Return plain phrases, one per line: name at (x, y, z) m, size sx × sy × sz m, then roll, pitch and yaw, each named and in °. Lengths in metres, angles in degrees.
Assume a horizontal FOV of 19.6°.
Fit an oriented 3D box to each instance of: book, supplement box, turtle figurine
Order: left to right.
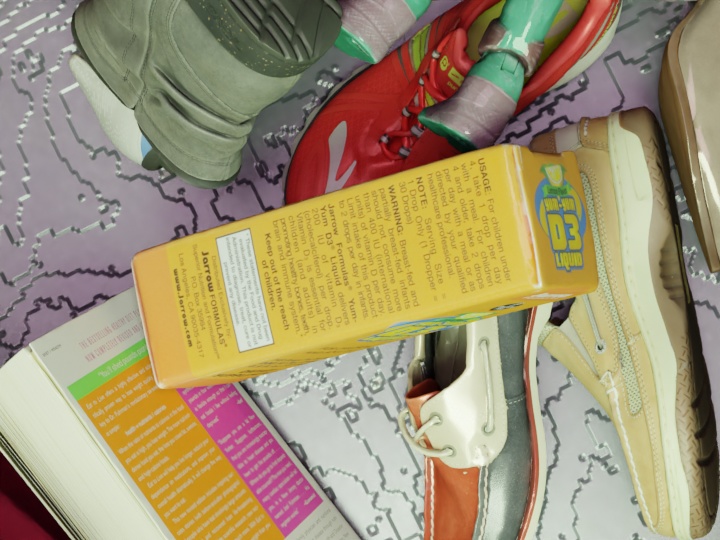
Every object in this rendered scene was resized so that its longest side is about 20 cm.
book at (-0.069, 0.104, 0.945) m, size 0.048 × 0.134 × 0.200 m, roll -39°, pitch 88°, yaw 29°
supplement box at (0.000, 0.000, 0.912) m, size 0.199 × 0.066 × 0.069 m, roll -18°, pitch 81°, yaw 30°
turtle figurine at (0.078, -0.153, 0.888) m, size 0.150 × 0.101 × 0.200 m, roll 40°, pitch 84°, yaw 4°

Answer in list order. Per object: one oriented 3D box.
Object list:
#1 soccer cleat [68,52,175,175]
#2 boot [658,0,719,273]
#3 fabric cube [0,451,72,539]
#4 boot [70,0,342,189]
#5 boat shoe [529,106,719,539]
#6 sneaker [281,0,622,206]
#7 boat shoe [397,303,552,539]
soccer cleat at (-0.053, -0.132, 0.960) m, size 0.200 × 0.070 × 0.086 m, roll -42°, pitch 90°, yaw 14°
boot at (0.206, -0.112, 0.966) m, size 0.145 × 0.070 × 0.201 m, roll -13°, pitch 90°, yaw 0°
fabric cube at (-0.244, 0.145, 0.918) m, size 0.199 × 0.196 × 0.200 m, roll 39°, pitch 91°, yaw 2°
boot at (-0.100, -0.135, 0.890) m, size 0.068 × 0.131 × 0.201 m, roll -30°, pitch 84°, yaw -37°
boat shoe at (0.118, 0.028, 0.976) m, size 0.076 × 0.072 × 0.201 m, roll -10°, pitch 80°, yaw 14°
sneaker at (0.039, -0.085, 0.963) m, size 0.200 × 0.085 × 0.077 m, roll -43°, pitch 88°, yaw 1°
boat shoe at (0.047, 0.053, 0.958) m, size 0.062 × 0.071 × 0.202 m, roll 4°, pitch 94°, yaw -35°
